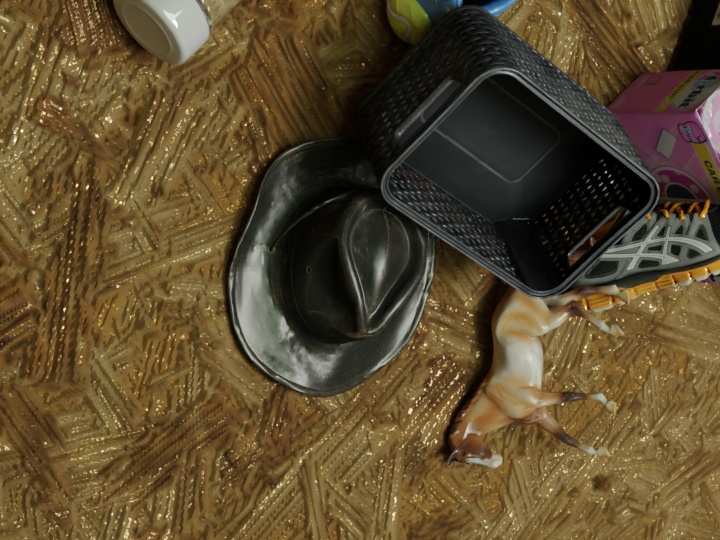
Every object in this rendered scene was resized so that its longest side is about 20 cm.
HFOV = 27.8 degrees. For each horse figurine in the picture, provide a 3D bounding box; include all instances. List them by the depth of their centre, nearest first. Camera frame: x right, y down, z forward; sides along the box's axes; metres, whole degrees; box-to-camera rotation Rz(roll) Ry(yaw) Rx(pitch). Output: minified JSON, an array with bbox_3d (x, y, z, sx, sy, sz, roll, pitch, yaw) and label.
[{"bbox_3d":[0.149,0.070,1.196,0.050,0.132,0.202,5,93,-77],"label":"horse figurine"}]

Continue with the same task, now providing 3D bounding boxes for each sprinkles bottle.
[{"bbox_3d":[-0.084,-0.234,1.019,0.200,0.068,0.068,-49,118,-21],"label":"sprinkles bottle"}]

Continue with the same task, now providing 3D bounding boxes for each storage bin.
[{"bbox_3d":[0.110,-0.086,1.097,0.200,0.094,0.135,32,115,-32],"label":"storage bin"}]

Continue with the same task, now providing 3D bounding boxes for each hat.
[{"bbox_3d":[0.000,0.000,1.091,0.200,0.081,0.202,-4,98,-35],"label":"hat"}]

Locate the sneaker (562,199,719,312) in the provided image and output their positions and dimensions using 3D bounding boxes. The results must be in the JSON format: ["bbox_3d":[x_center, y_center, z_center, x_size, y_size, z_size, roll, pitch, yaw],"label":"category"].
[{"bbox_3d":[0.251,-0.027,1.208,0.078,0.199,0.078,66,22,-6],"label":"sneaker"}]

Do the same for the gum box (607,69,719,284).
[{"bbox_3d":[0.308,-0.075,1.273,0.066,0.113,0.201,-42,116,-23],"label":"gum box"}]

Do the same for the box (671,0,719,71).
[{"bbox_3d":[0.407,-0.204,1.322,0.196,0.124,0.201,28,78,-31],"label":"box"}]

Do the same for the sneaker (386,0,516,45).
[{"bbox_3d":[0.114,-0.243,1.131,0.200,0.105,0.076,-47,118,-21],"label":"sneaker"}]

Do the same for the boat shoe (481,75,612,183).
[{"bbox_3d":[0.144,-0.129,1.190,0.200,0.070,0.067,33,54,-36],"label":"boat shoe"}]
